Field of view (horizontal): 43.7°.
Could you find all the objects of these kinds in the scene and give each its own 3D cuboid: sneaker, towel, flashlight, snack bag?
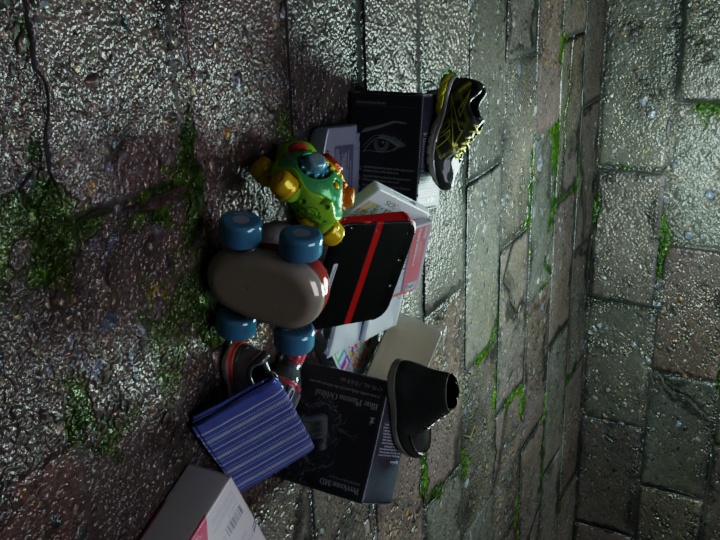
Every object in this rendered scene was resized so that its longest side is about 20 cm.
[{"bbox_3d":[0.167,-0.237,1.547,0.074,0.084,0.202,-4,101,-62],"label":"sneaker"},{"bbox_3d":[-0.160,0.249,1.366,0.144,0.024,0.201,-28,136,-7],"label":"towel"},{"bbox_3d":[0.109,0.237,1.446,0.075,0.105,0.201,-52,140,-41],"label":"sneaker"},{"bbox_3d":[-0.157,0.203,1.377,0.077,0.081,0.202,-48,138,-47],"label":"sneaker"},{"bbox_3d":[-0.101,0.131,1.481,0.201,0.067,0.068,-67,148,-23],"label":"flashlight"},{"bbox_3d":[0.018,0.050,1.581,0.199,0.021,0.190,-21,133,-48],"label":"snack bag"}]

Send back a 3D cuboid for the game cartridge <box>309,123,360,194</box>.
[{"bbox_3d":[-0.047,-0.146,1.533,0.133,0.041,0.202,-24,119,-63],"label":"game cartridge"}]

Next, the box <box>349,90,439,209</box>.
[{"bbox_3d":[0.062,-0.216,1.599,0.104,0.147,0.202,-14,112,-60],"label":"box"}]

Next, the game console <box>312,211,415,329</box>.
[{"bbox_3d":[0.000,0.000,1.442,0.176,0.031,0.202,-6,124,-41],"label":"game console"}]

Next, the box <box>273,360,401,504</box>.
[{"bbox_3d":[-0.033,0.269,1.512,0.117,0.195,0.202,24,77,-61],"label":"box"}]

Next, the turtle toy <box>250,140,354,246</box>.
[{"bbox_3d":[-0.081,-0.133,1.332,0.101,0.200,0.146,-47,125,-2],"label":"turtle toy"}]

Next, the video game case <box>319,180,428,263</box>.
[{"bbox_3d":[-0.004,-0.062,1.494,0.182,0.199,0.023,18,40,-58],"label":"video game case"}]

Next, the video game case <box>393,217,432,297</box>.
[{"bbox_3d":[0.034,-0.005,1.510,0.199,0.017,0.144,-18,133,-37],"label":"video game case"}]

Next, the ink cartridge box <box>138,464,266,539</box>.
[{"bbox_3d":[-0.223,0.407,1.311,0.147,0.082,0.201,-58,145,-37],"label":"ink cartridge box"}]

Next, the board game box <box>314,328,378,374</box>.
[{"bbox_3d":[-0.029,0.120,1.650,0.135,0.034,0.201,-61,147,-33],"label":"board game box"}]

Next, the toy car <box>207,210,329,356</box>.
[{"bbox_3d":[-0.112,-0.012,1.325,0.200,0.175,0.186,-59,158,-58],"label":"toy car"}]

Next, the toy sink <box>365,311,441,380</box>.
[{"bbox_3d":[0.068,0.204,1.727,0.131,0.111,0.201,108,6,-64],"label":"toy sink"}]
